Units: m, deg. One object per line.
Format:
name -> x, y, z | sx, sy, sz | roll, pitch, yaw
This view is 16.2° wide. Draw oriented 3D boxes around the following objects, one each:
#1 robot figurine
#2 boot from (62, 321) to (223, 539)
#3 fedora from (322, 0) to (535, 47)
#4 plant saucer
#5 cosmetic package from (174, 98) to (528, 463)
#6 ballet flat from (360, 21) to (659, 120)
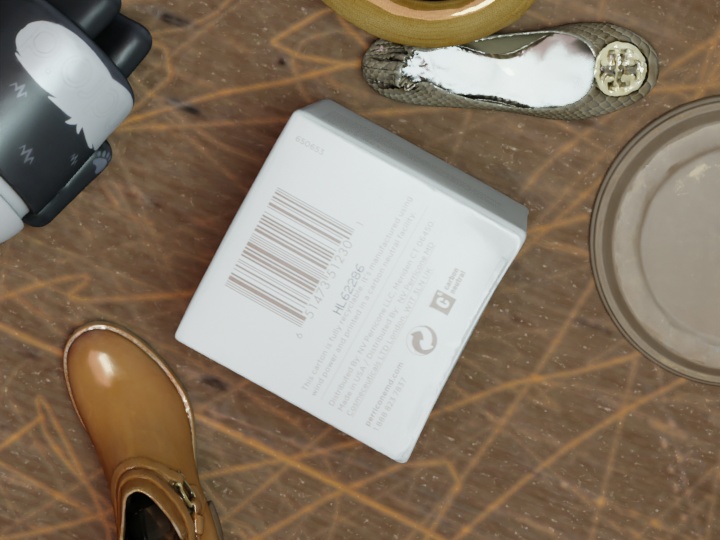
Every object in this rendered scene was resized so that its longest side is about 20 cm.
robot figurine -> -0.232, -0.108, 1.665 | 0.150, 0.125, 0.200 | 42, 80, -7
boot -> -0.151, 0.135, 1.682 | 0.077, 0.155, 0.200 | -18, 95, 6
fedora -> 0.044, -0.244, 1.663 | 0.201, 0.082, 0.201 | 0, 92, 6
plant saucer -> 0.254, -0.019, 1.702 | 0.200, 0.029, 0.200 | 0, 96, 3
cosmetic package -> 0.000, 0.000, 1.634 | 0.166, 0.200, 0.167 | 28, 98, 1
ballet flat -> 0.100, -0.135, 1.689 | 0.200, 0.046, 0.067 | 3, 98, 3
